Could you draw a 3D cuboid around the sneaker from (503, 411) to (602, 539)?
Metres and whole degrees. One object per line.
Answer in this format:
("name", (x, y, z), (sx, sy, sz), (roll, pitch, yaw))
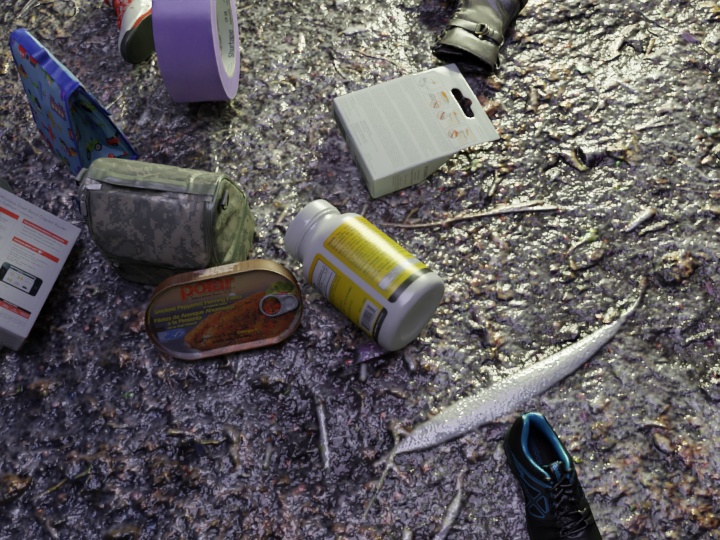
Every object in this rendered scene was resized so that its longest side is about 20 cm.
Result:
("sneaker", (0.213, 0.252, 0.921), (0.073, 0.082, 0.201), (-20, 63, -8))

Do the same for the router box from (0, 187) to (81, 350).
("router box", (-0.490, -0.021, 1.075), (0.199, 0.049, 0.181), (30, 52, -20))

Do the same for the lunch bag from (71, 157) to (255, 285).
("lunch bag", (-0.251, -0.070, 1.085), (0.198, 0.168, 0.141), (8, 62, 10))

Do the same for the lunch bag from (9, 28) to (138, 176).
("lunch bag", (-0.417, -0.236, 1.171), (0.094, 0.201, 0.151), (-39, 66, -16))

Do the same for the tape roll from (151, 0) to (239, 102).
("tape roll", (-0.236, -0.349, 1.219), (0.084, 0.201, 0.202), (-3, 61, 3))

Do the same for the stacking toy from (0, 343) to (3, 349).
("stacking toy", (-0.550, 0.112, 1.057), (0.199, 0.147, 0.147), (-21, 60, -28))

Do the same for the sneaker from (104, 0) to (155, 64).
("sneaker", (-0.372, -0.413, 1.342), (0.107, 0.067, 0.203), (11, 59, 12))

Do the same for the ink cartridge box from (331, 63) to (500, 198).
("ink cartridge box", (0.077, -0.207, 1.209), (0.198, 0.047, 0.161), (-19, 61, -12))

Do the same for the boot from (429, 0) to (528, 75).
("boot", (0.152, -0.395, 1.286), (0.199, 0.069, 0.175), (25, 66, 15))

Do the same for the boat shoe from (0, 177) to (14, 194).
("boat shoe", (-0.523, -0.031, 1.146), (0.060, 0.072, 0.203), (-12, 62, 18))

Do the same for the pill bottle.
("pill bottle", (0.000, 0.000, 1.058), (0.200, 0.113, 0.112), (39, 71, 22))

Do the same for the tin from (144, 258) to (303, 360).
("tin", (-0.170, 0.048, 1.049), (0.198, 0.113, 0.042), (-10, 33, -2))
